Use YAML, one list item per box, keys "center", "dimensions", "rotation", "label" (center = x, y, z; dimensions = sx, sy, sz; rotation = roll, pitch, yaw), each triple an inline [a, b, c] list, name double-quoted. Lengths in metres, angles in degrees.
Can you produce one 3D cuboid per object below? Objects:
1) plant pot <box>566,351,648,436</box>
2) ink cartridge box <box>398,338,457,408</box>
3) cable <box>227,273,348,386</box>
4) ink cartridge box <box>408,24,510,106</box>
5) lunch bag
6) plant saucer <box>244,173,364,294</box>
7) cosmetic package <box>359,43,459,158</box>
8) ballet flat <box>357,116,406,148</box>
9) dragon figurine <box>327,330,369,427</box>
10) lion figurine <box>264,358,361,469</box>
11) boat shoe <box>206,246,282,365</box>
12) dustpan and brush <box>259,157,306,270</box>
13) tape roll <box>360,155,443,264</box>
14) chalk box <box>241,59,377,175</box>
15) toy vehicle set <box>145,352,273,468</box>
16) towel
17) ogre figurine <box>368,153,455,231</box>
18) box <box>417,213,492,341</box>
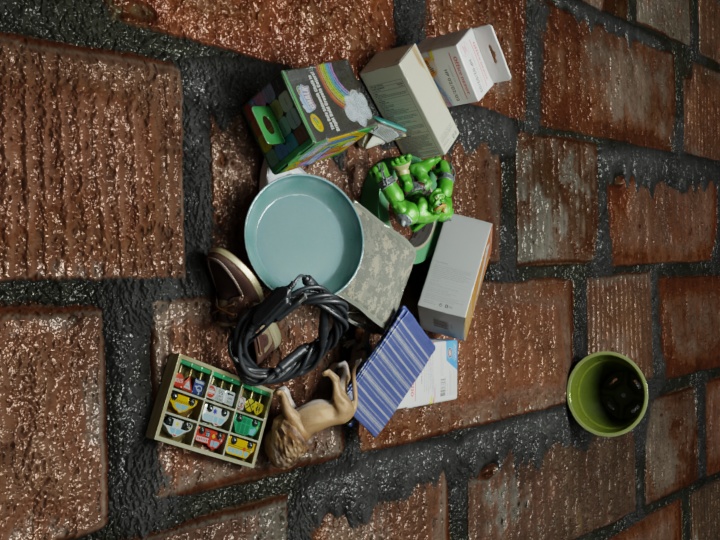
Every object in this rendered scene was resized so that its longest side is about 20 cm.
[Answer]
- center: [0.637, 0.311, 2.154]
  dimensions: [0.189, 0.196, 0.205]
  rotation: [16, 77, -59]
  label: "plant pot"
- center: [0.101, 0.194, 1.632]
  dimensions: [0.198, 0.067, 0.118]
  rotation: [0, 90, -48]
  label: "ink cartridge box"
- center: [-0.111, 0.100, 1.319]
  dimensions: [0.200, 0.051, 0.162]
  rotation: [-47, 134, 11]
  label: "cable"
- center: [0.169, -0.375, 1.610]
  dimensions: [0.068, 0.197, 0.116]
  rotation: [-48, 122, -35]
  label: "ink cartridge box"
- center: [0.000, 0.000, 1.485]
  dimensions: [0.199, 0.116, 0.167]
  rotation: [34, 67, -33]
  label: "lunch bag"
- center: [-0.090, -0.049, 1.350]
  dimensions: [0.196, 0.036, 0.205]
  rotation: [4, 78, -21]
  label: "plant saucer"
- center: [0.093, -0.312, 1.609]
  dimensions: [0.072, 0.104, 0.202]
  rotation: [-54, 128, -34]
  label: "cosmetic package"
- center: [0.002, -0.259, 1.546]
  dimensions: [0.198, 0.071, 0.074]
  rotation: [18, 76, -46]
  label: "ballet flat"
- center: [0.003, 0.178, 1.532]
  dimensions: [0.100, 0.058, 0.202]
  rotation: [54, 54, -32]
  label: "dragon figurine"
- center: [-0.070, 0.231, 1.386]
  dimensions: [0.196, 0.072, 0.125]
  rotation: [-22, 90, -3]
  label: "lion figurine"
- center: [-0.189, 0.059, 1.319]
  dimensions: [0.072, 0.071, 0.203]
  rotation: [-48, 130, -34]
  label: "boat shoe"
- center: [-0.124, -0.090, 1.397]
  dimensions: [0.139, 0.056, 0.203]
  rotation: [40, 64, -39]
  label: "dustpan and brush"
- center: [0.082, -0.114, 1.633]
  dimensions: [0.198, 0.048, 0.206]
  rotation: [0, 90, -47]
  label: "tape roll"
- center: [-0.096, -0.240, 1.365]
  dimensions: [0.198, 0.123, 0.127]
  rotation: [-23, 87, -44]
  label: "chalk box"
- center: [-0.224, 0.215, 1.307]
  dimensions: [0.199, 0.026, 0.127]
  rotation: [29, 68, -43]
  label: "toy vehicle set"
- center: [0.049, 0.176, 1.495]
  dimensions: [0.201, 0.024, 0.145]
  rotation: [-54, 137, -14]
  label: "towel"
- center: [0.108, -0.142, 1.565]
  dimensions: [0.199, 0.097, 0.122]
  rotation: [-1, 73, -62]
  label: "ogre figurine"
- center: [0.186, 0.012, 1.674]
  dimensions: [0.125, 0.095, 0.204]
  rotation: [73, 33, -65]
  label: "box"
